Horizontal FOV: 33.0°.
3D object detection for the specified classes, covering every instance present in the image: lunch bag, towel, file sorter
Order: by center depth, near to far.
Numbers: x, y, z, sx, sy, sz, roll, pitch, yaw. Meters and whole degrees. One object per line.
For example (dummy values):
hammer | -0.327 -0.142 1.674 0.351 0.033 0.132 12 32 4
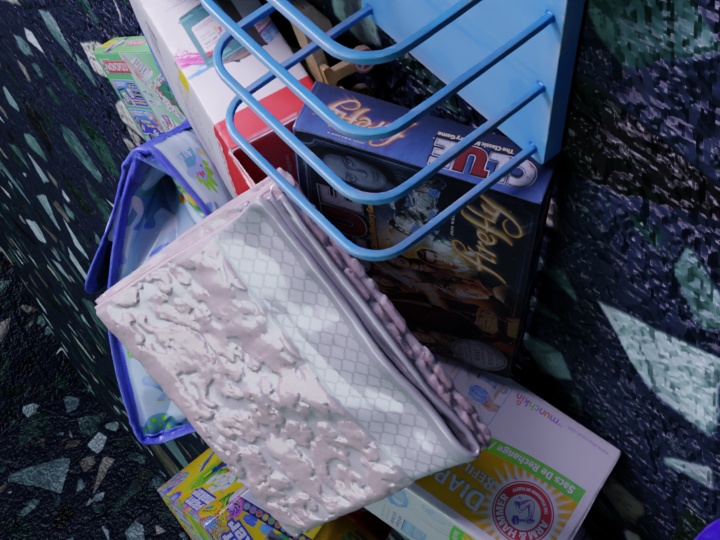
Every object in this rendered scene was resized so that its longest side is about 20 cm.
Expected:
file sorter | 0.007 -0.120 0.526 0.139 0.122 0.200 44 159 24
towel | -0.046 0.060 0.716 0.191 0.032 0.200 -31 102 43
lunch bag | -0.110 -0.002 0.853 0.170 0.127 0.201 -63 -35 -74

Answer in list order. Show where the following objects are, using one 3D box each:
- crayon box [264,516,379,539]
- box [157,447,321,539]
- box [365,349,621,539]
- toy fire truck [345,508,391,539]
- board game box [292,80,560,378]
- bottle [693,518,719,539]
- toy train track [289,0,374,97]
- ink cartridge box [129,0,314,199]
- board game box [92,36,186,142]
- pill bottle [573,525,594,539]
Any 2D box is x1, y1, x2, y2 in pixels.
crayon box | 0.014 0.257 0.892 0.199 0.052 0.126 35 -164 -1
box | -0.087 0.235 1.294 0.122 0.192 0.200 57 162 -14
box | 0.055 0.120 0.809 0.199 0.102 0.113 33 158 11
toy fire truck | 0.057 0.178 0.996 0.167 0.112 0.200 26 154 18
board game box | 0.035 -0.015 0.696 0.135 0.035 0.200 18 152 12
bottle | 0.232 0.227 0.696 0.083 0.065 0.201 33 153 44
toy train track | 0.005 -0.078 0.734 0.115 0.032 0.201 51 167 53
ink cartridge box | -0.071 -0.104 0.762 0.201 0.067 0.116 58 171 23
board game box | -0.159 -0.138 1.051 0.200 0.029 0.135 19 141 60
pill bottle | 0.169 0.281 0.874 0.200 0.114 0.114 49 162 12
